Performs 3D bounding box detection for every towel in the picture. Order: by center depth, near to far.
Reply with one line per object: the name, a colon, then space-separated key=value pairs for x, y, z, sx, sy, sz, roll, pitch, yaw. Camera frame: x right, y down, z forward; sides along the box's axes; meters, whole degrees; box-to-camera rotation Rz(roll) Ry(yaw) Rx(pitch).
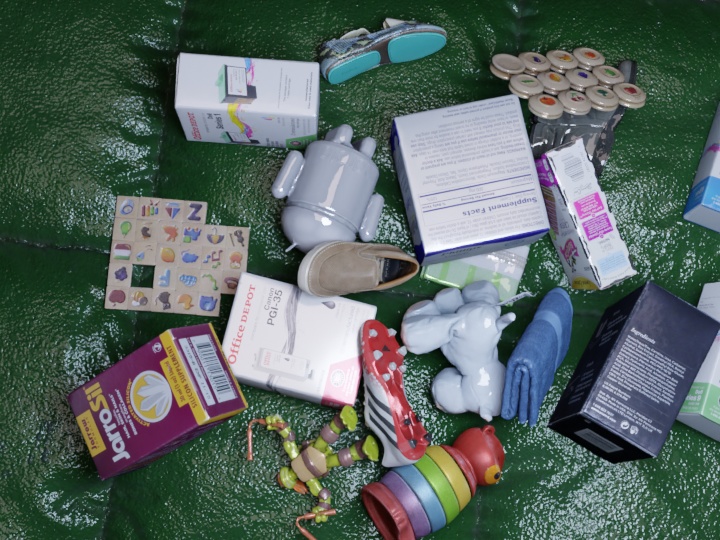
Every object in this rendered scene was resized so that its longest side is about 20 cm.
towel: x=0.244 y=0.113 z=1.446 sx=0.048 sy=0.113 sz=0.200 roll=14 pitch=33 yaw=21
towel: x=0.182 y=-0.063 z=1.569 sx=0.148 sy=0.031 sz=0.202 roll=16 pitch=78 yaw=2

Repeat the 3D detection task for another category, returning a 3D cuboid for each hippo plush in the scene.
hippo plush: x=0.162 y=0.114 z=1.486 sx=0.198 sy=0.159 sz=0.162 roll=-9 pitch=107 yaw=29

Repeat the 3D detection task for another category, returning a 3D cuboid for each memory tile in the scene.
memory tile: x=0.296 y=-0.271 z=1.528 sx=0.198 sy=0.017 sz=0.154 roll=-11 pitch=46 yaw=-26

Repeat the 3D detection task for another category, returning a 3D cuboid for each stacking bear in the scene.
stacking bear: x=0.110 y=0.287 z=1.453 sx=0.199 sy=0.122 sz=0.114 roll=-30 pitch=35 yaw=-18

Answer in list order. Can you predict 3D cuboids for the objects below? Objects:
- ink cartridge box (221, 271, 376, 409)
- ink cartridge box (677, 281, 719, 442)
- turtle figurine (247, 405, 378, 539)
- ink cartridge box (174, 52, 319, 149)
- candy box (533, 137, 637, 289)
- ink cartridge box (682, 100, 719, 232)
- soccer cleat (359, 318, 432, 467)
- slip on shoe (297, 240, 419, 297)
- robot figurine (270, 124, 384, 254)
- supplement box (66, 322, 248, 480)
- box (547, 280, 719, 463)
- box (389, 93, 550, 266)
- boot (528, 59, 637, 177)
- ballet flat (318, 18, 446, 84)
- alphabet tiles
ink cartridge box: x=-0.090 y=0.100 z=1.494 sx=0.198 sy=0.083 sz=0.148 roll=14 pitch=78 yaw=-1
ink cartridge box: x=0.528 y=0.133 z=1.490 sx=0.144 sy=0.087 sz=0.202 roll=26 pitch=75 yaw=-17
turtle figurine: x=-0.054 y=0.265 z=1.461 sx=0.161 sy=0.064 sz=0.201 roll=-33 pitch=82 yaw=21
ink cartridge box: x=-0.159 y=-0.239 z=1.535 sx=0.198 sy=0.145 sz=0.085 roll=4 pitch=77 yaw=-1
candy box: x=0.303 y=-0.075 z=1.503 sx=0.060 sy=0.136 sz=0.202 roll=-24 pitch=91 yaw=-6
ink cartridge box: x=0.580 y=-0.152 z=1.574 sx=0.143 sy=0.085 sz=0.202 roll=21 pitch=77 yaw=3
soccer cleat: x=0.030 y=0.165 z=1.435 sx=0.068 sy=0.085 sz=0.202 roll=-4 pitch=68 yaw=-45
slip on shoe: x=0.000 y=0.000 z=1.475 sx=0.060 sy=0.199 sz=0.077 roll=15 pitch=102 yaw=41
robot figurine: x=-0.045 y=-0.105 z=1.526 sx=0.168 sy=0.113 sz=0.202 roll=24 pitch=78 yaw=-18
supplement box: x=-0.270 y=0.172 z=1.423 sx=0.199 sy=0.103 sz=0.132 roll=-32 pitch=79 yaw=24
box: x=0.364 y=0.143 z=1.445 sx=0.117 sy=0.197 sz=0.201 roll=29 pitch=78 yaw=4
box: x=0.150 y=-0.125 z=1.514 sx=0.182 sy=0.105 sz=0.202 roll=-11 pitch=81 yaw=-5
boot: x=0.328 y=-0.244 z=1.598 sx=0.129 sy=0.068 sz=0.202 roll=22 pitch=77 yaw=9
ballet flat: x=0.029 y=-0.343 z=1.607 sx=0.198 sy=0.074 sz=0.075 roll=-18 pitch=79 yaw=-9
alphabet tiles: x=-0.263 y=-0.021 z=1.555 sx=0.198 sy=0.008 sz=0.169 roll=4 pitch=77 yaw=-2
